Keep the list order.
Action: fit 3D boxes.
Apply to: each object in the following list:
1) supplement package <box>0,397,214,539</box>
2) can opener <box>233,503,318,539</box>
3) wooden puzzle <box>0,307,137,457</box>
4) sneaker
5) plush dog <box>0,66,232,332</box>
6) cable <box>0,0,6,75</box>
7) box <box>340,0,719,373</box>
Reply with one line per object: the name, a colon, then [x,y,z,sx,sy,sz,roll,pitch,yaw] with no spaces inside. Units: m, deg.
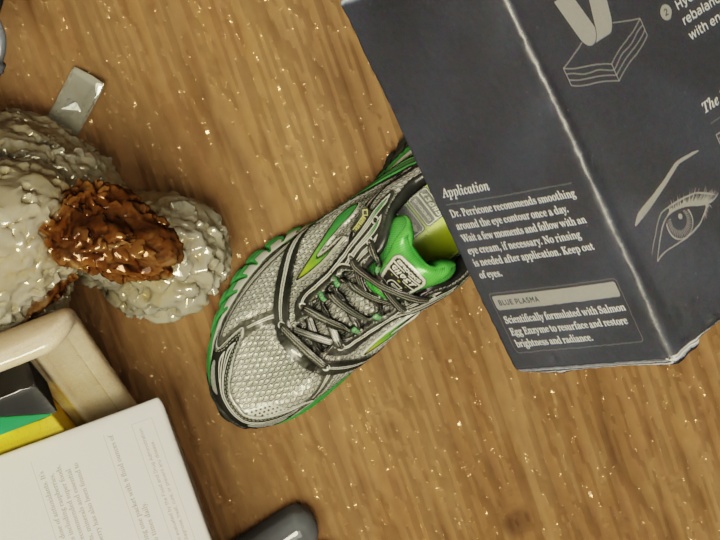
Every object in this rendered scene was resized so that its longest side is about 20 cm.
supplement package: [-0.162,0.163,1.176,0.200,0.120,0.121,-19,68,-5]
can opener: [-0.098,0.194,1.253,0.200,0.067,0.053,-33,103,2]
wooden puzzle: [-0.200,0.085,1.160,0.185,0.200,0.037,-21,74,-1]
sneaker: [0.000,0.000,1.216,0.078,0.085,0.200,43,95,-11]
plush dog: [-0.171,-0.016,1.152,0.200,0.172,0.161,-23,102,0]
cable: [-0.249,-0.083,1.144,0.200,0.163,0.051,-40,131,6]
box: [0.130,-0.087,1.153,0.197,0.117,0.200,-34,105,-33]
